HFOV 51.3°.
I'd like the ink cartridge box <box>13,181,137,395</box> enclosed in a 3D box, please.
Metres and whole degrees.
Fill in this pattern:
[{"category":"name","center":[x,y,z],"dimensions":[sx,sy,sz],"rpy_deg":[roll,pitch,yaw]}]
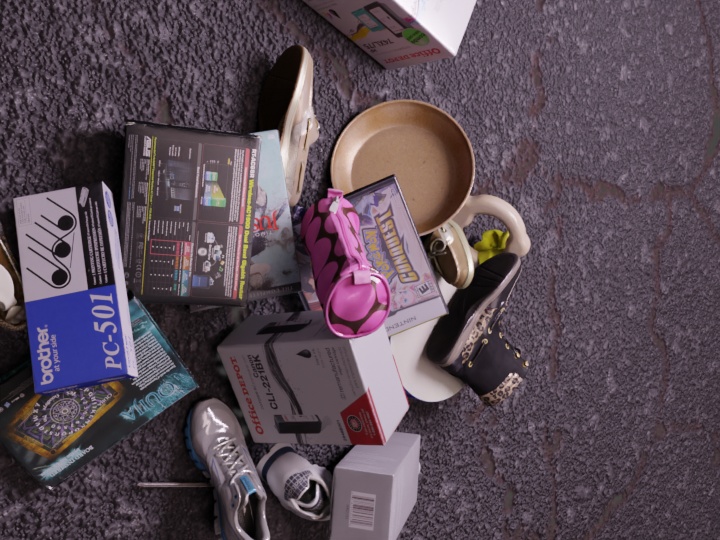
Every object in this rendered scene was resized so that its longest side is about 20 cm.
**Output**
[{"category":"ink cartridge box","center":[-0.291,0.018,0.767],"dimensions":[0.093,0.044,0.203],"rpy_deg":[-11,78,-5]}]

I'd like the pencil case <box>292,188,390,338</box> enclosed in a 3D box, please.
[{"category":"pencil case","center":[-0.021,-0.012,0.870],"dimensions":[0.090,0.201,0.095],"rpy_deg":[9,118,-21]}]

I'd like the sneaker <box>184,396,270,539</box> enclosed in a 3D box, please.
[{"category":"sneaker","center":[-0.152,0.250,0.920],"dimensions":[0.074,0.086,0.202],"rpy_deg":[-18,87,-35]}]

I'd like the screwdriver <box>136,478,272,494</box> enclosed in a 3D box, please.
[{"category":"screwdriver","center":[-0.191,0.272,0.957],"dimensions":[0.198,0.029,0.028],"rpy_deg":[12,87,-32]}]

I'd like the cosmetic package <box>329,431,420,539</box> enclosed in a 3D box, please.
[{"category":"cosmetic package","center":[0.025,0.294,1.024],"dimensions":[0.200,0.089,0.108],"rpy_deg":[-4,98,-78]}]

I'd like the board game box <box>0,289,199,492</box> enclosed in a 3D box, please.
[{"category":"board game box","center":[-0.295,0.132,0.816],"dimensions":[0.199,0.028,0.136],"rpy_deg":[-34,118,-11]}]

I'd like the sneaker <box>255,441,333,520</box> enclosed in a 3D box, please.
[{"category":"sneaker","center":[-0.064,0.299,0.991],"dimensions":[0.077,0.080,0.200],"rpy_deg":[-52,143,-10]}]

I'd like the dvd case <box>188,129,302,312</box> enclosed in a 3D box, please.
[{"category":"dvd case","center":[-0.155,-0.060,0.913],"dimensions":[0.144,0.022,0.203],"rpy_deg":[-10,103,-11]}]

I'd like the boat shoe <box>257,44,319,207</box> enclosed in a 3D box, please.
[{"category":"boat shoe","center":[-0.089,-0.182,0.961],"dimensions":[0.064,0.072,0.203],"rpy_deg":[7,96,-43]}]

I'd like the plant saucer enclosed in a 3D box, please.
[{"category":"plant saucer","center":[0.058,-0.137,1.039],"dimensions":[0.035,0.198,0.202],"rpy_deg":[70,41,-75]}]

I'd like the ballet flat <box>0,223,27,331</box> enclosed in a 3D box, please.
[{"category":"ballet flat","center":[-0.381,-0.025,0.740],"dimensions":[0.068,0.075,0.202],"rpy_deg":[-33,114,-21]}]

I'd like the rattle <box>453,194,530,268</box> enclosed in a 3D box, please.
[{"category":"rattle","center":[0.187,-0.104,1.185],"dimensions":[0.200,0.130,0.143],"rpy_deg":[45,54,-3]}]

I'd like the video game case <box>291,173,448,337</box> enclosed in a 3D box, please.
[{"category":"video game case","center":[0.000,0.000,0.996],"dimensions":[0.179,0.026,0.202],"rpy_deg":[-22,105,7]}]

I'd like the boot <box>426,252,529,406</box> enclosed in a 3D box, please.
[{"category":"boot","center":[0.198,0.090,1.107],"dimensions":[0.151,0.073,0.201],"rpy_deg":[45,71,-31]}]

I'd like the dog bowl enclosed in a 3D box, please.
[{"category":"dog bowl","center":[0.094,0.091,1.122],"dimensions":[0.198,0.078,0.203],"rpy_deg":[-4,97,-38]}]

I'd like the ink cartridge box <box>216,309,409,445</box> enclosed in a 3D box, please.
[{"category":"ink cartridge box","center":[-0.059,0.131,0.920],"dimensions":[0.084,0.198,0.146],"rpy_deg":[-44,122,-52]}]

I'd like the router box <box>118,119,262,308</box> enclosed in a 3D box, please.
[{"category":"router box","center":[-0.197,-0.062,0.853],"dimensions":[0.148,0.062,0.203],"rpy_deg":[4,99,-19]}]

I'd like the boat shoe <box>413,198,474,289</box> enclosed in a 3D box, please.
[{"category":"boat shoe","center":[0.093,-0.058,1.065],"dimensions":[0.062,0.073,0.202],"rpy_deg":[-11,64,-28]}]

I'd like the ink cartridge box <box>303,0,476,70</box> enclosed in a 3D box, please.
[{"category":"ink cartridge box","center":[0.039,-0.389,0.989],"dimensions":[0.199,0.146,0.148],"rpy_deg":[29,76,-35]}]
